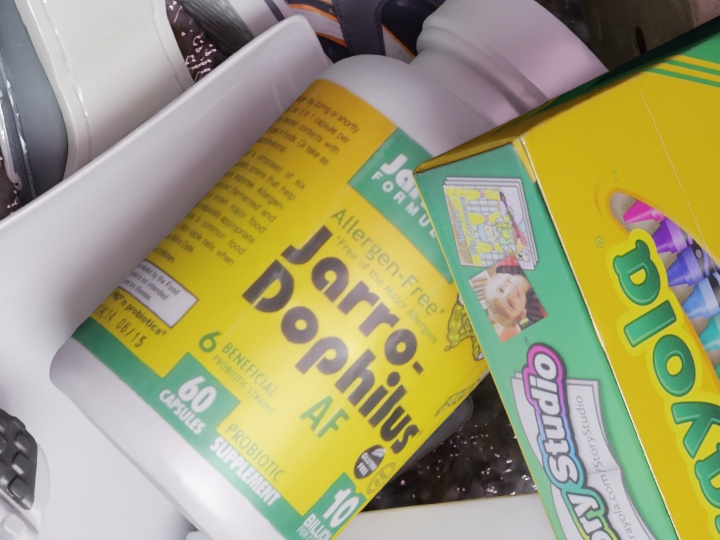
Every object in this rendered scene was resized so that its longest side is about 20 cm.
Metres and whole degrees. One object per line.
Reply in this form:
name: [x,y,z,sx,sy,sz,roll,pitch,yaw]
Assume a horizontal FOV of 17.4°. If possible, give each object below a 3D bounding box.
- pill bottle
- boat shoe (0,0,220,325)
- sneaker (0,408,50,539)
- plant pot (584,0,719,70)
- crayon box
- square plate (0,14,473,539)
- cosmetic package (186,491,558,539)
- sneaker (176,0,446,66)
pill bottle: [0.000,0.000,0.797,0.200,0.113,0.113,-46,105,-8]
boat shoe: [-0.099,-0.056,0.855,0.073,0.062,0.201,-26,120,-28]
sneaker: [-0.178,0.117,0.753,0.075,0.081,0.200,47,55,-10]
plant pot: [0.196,-0.066,0.903,0.176,0.200,0.202,-14,96,-9]
crayon box: [0.124,0.027,0.750,0.172,0.058,0.201,-28,98,-41]
square plate: [-0.069,0.035,0.857,0.199,0.028,0.199,-36,126,-16]
cosmetic package: [0.021,0.143,0.806,0.081,0.199,0.114,25,67,-40]
sneaker: [-0.019,-0.108,0.877,0.079,0.078,0.200,-46,116,-8]
